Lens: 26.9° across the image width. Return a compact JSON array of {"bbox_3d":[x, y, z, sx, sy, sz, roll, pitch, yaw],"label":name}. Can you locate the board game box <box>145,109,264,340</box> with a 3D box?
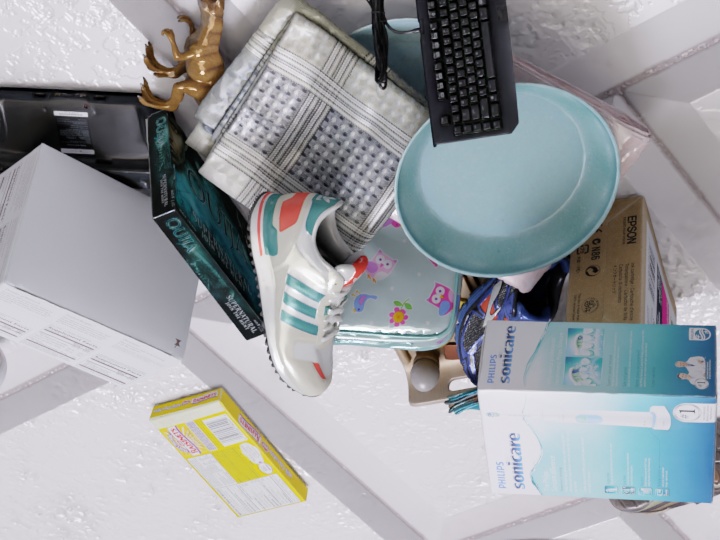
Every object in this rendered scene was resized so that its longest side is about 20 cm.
[{"bbox_3d":[-0.146,-0.042,1.442,0.028,0.136,0.200,-20,138,11],"label":"board game box"}]

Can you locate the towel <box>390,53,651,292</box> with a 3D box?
[{"bbox_3d":[0.130,-0.094,1.365,0.191,0.032,0.200,28,122,-12],"label":"towel"}]

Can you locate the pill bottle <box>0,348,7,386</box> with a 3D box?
[{"bbox_3d":[-0.476,0.060,1.641,0.112,0.112,0.200,-7,132,17],"label":"pill bottle"}]

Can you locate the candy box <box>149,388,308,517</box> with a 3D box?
[{"bbox_3d":[-0.155,0.221,1.802,0.102,0.026,0.200,-15,130,27],"label":"candy box"}]

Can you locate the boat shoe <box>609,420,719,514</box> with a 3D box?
[{"bbox_3d":[0.375,0.221,1.686,0.199,0.075,0.073,-19,154,21],"label":"boat shoe"}]

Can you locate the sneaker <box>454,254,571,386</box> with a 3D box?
[{"bbox_3d":[0.151,0.038,1.488,0.075,0.079,0.200,7,122,-22],"label":"sneaker"}]

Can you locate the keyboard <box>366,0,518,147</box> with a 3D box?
[{"bbox_3d":[0.059,-0.203,1.248,0.127,0.201,0.021,-9,172,18],"label":"keyboard"}]

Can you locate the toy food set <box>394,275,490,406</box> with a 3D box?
[{"bbox_3d":[0.082,0.061,1.575,0.143,0.061,0.200,-11,132,21],"label":"toy food set"}]

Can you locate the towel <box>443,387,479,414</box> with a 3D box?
[{"bbox_3d":[0.196,0.126,1.565,0.146,0.022,0.200,-19,165,30],"label":"towel"}]

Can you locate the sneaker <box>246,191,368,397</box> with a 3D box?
[{"bbox_3d":[-0.037,0.023,1.358,0.093,0.070,0.200,-3,109,23],"label":"sneaker"}]

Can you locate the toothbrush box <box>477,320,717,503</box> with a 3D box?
[{"bbox_3d":[0.208,0.124,1.313,0.199,0.085,0.147,-1,135,12],"label":"toothbrush box"}]

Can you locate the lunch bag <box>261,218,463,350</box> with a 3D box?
[{"bbox_3d":[0.000,0.000,1.459,0.199,0.161,0.077,4,173,4],"label":"lunch bag"}]

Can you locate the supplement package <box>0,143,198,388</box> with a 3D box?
[{"bbox_3d":[-0.270,-0.001,1.478,0.200,0.156,0.111,28,146,-31],"label":"supplement package"}]

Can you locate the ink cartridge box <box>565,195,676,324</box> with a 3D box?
[{"bbox_3d":[0.251,0.055,1.439,0.075,0.200,0.165,-9,133,20],"label":"ink cartridge box"}]

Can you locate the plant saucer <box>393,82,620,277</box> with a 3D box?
[{"bbox_3d":[0.126,-0.084,1.317,0.199,0.036,0.201,-4,126,-5],"label":"plant saucer"}]

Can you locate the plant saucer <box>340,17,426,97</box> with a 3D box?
[{"bbox_3d":[0.048,-0.148,1.379,0.200,0.039,0.202,2,126,3],"label":"plant saucer"}]

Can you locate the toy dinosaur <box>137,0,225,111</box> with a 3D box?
[{"bbox_3d":[-0.146,-0.170,1.390,0.106,0.061,0.200,1,135,7],"label":"toy dinosaur"}]

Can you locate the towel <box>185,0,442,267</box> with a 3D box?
[{"bbox_3d":[-0.044,-0.120,1.350,0.200,0.035,0.193,38,121,0],"label":"towel"}]

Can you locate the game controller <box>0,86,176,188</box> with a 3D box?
[{"bbox_3d":[-0.276,-0.130,1.476,0.199,0.042,0.105,3,120,7],"label":"game controller"}]
